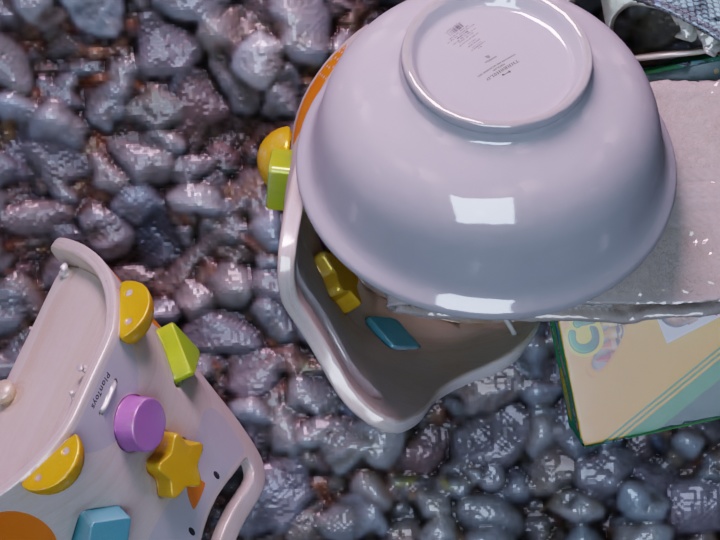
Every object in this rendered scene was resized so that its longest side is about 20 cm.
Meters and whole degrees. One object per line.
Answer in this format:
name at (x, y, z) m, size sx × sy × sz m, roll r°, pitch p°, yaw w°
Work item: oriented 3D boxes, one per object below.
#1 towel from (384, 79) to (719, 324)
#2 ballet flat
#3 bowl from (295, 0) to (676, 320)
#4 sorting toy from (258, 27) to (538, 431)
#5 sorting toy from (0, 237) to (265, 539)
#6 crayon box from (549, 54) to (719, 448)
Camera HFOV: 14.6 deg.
towel at (0.112, -0.039, 1.500) m, size 0.200 × 0.034 × 0.133 m, roll 1°, pitch 71°, yaw -2°
ballet flat at (0.129, -0.150, 1.528) m, size 0.200 × 0.074 × 0.074 m, roll 12°, pitch 111°, yaw 15°
bowl at (0.067, -0.080, 1.430) m, size 0.201 × 0.201 × 0.090 m, roll 6°, pitch 142°, yaw 2°
sorting toy at (0.000, 0.000, 1.534) m, size 0.107 × 0.180 × 0.200 m, roll -24°, pitch 110°, yaw 19°
sorting toy at (-0.128, 0.110, 1.606) m, size 0.107 × 0.200 × 0.180 m, roll -3°, pitch 144°, yaw 41°
crayon box at (0.158, -0.013, 1.573) m, size 0.119 × 0.058 × 0.200 m, roll -12°, pitch 98°, yaw -1°
